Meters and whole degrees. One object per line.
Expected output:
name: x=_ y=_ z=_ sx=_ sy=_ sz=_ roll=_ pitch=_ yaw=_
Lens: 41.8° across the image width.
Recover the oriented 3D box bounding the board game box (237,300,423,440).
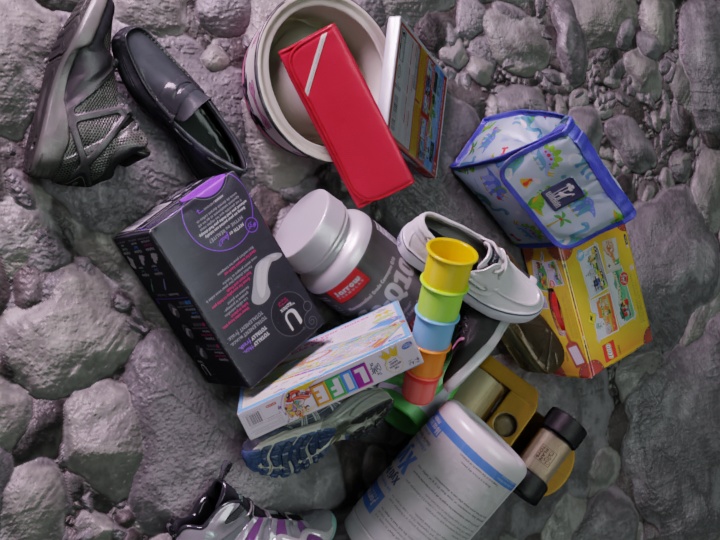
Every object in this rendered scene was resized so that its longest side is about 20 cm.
board game box: x=-0.035 y=0.105 z=1.031 sx=0.199 sy=0.135 sz=0.034 roll=-24 pitch=105 yaw=2

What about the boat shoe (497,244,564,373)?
boat shoe: x=0.202 y=0.057 z=1.296 sx=0.074 sy=0.066 sz=0.201 roll=-29 pitch=92 yaw=-31

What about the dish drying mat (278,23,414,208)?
dish drying mat: x=-0.015 y=-0.171 z=1.065 sx=0.201 sy=0.076 sz=0.018 roll=62 pitch=14 yaw=-16

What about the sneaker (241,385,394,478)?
sneaker: x=-0.061 y=0.172 z=1.102 sx=0.199 sy=0.085 sz=0.077 roll=-18 pitch=141 yaw=-36

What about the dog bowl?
dog bowl: x=-0.054 y=-0.224 z=1.123 sx=0.199 sy=0.074 sz=0.202 roll=1 pitch=88 yaw=-35

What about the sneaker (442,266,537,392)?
sneaker: x=0.130 y=0.054 z=1.155 sx=0.099 sy=0.071 sz=0.200 roll=38 pitch=60 yaw=2

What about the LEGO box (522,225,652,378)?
LEGO box: x=0.335 y=0.036 z=1.383 sx=0.148 sy=0.077 sz=0.202 roll=-22 pitch=101 yaw=-34

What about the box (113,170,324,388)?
box: x=-0.152 y=0.011 z=1.023 sx=0.122 sy=0.106 sz=0.201 roll=-40 pitch=110 yaw=-30

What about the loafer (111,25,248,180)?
loafer: x=-0.191 y=-0.180 z=1.023 sx=0.201 sy=0.070 sz=0.068 roll=55 pitch=50 yaw=-20

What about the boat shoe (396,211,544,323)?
boat shoe: x=0.139 y=-0.003 z=1.102 sx=0.199 sy=0.065 sz=0.074 roll=25 pitch=56 yaw=-15

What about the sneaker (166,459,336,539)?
sneaker: x=-0.121 y=0.273 z=1.052 sx=0.199 sy=0.077 sz=0.141 roll=-20 pitch=100 yaw=-34

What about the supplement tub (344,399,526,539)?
supplement tub: x=0.090 y=0.268 z=1.127 sx=0.132 sy=0.132 sz=0.200 roll=40 pitch=93 yaw=-27

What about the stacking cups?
stacking cups: x=0.080 y=0.062 z=1.079 sx=0.060 sy=0.060 sz=0.201 roll=-9 pitch=126 yaw=-35

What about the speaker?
speaker: x=0.098 y=0.109 z=1.208 sx=0.089 sy=0.088 sz=0.201 roll=47 pitch=63 yaw=-24

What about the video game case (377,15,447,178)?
video game case: x=0.067 y=-0.210 z=1.177 sx=0.200 sy=0.017 sz=0.145 roll=25 pitch=71 yaw=-66

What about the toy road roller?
toy road roller: x=0.192 y=0.219 z=1.262 sx=0.199 sy=0.146 sz=0.123 roll=37 pitch=79 yaw=11

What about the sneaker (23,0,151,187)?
sneaker: x=-0.267 y=-0.180 z=0.972 sx=0.114 sy=0.076 sz=0.201 roll=16 pitch=82 yaw=-35

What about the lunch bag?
lunch bag: x=0.248 y=-0.122 z=1.255 sx=0.170 sy=0.199 sz=0.128 roll=46 pitch=64 yaw=-25

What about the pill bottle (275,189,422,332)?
pill bottle: x=0.000 y=0.000 z=1.126 sx=0.200 sy=0.113 sz=0.115 roll=37 pitch=68 yaw=-28
